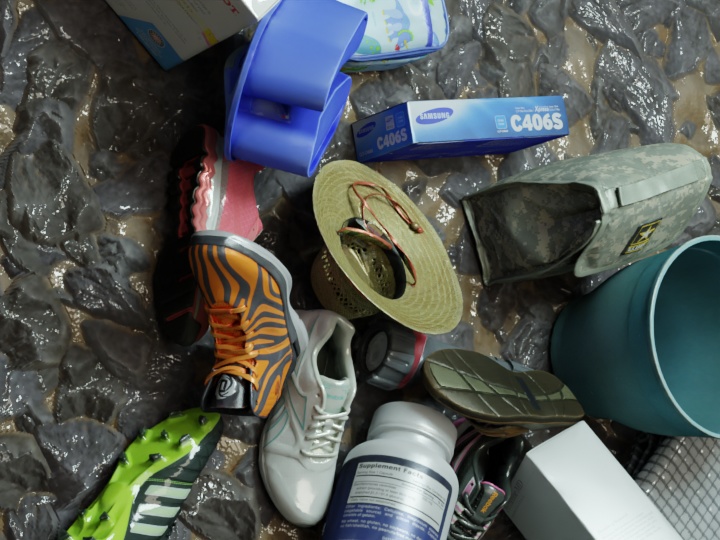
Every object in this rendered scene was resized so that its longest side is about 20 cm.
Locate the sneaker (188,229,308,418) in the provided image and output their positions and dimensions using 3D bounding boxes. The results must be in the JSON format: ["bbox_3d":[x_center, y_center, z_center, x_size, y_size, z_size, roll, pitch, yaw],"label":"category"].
[{"bbox_3d":[-0.101,0.058,1.379,0.200,0.077,0.112,61,40,-49],"label":"sneaker"}]

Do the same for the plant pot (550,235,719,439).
[{"bbox_3d":[0.303,0.077,1.665,0.200,0.188,0.200,7,78,-33],"label":"plant pot"}]

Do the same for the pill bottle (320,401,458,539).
[{"bbox_3d":[0.027,0.223,1.485,0.111,0.111,0.200,36,51,-25],"label":"pill bottle"}]

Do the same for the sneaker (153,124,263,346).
[{"bbox_3d":[-0.124,-0.028,1.456,0.087,0.074,0.200,16,73,-33],"label":"sneaker"}]

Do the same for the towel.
[{"bbox_3d":[0.338,0.269,1.723,0.200,0.086,0.166,50,60,-19],"label":"towel"}]

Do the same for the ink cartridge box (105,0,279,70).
[{"bbox_3d":[-0.127,-0.280,1.419,0.129,0.200,0.125,51,58,-17],"label":"ink cartridge box"}]

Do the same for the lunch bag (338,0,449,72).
[{"bbox_3d":[0.001,-0.295,1.587,0.161,0.082,0.200,-8,87,-38],"label":"lunch bag"}]

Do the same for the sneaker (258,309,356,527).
[{"bbox_3d":[-0.044,0.131,1.481,0.070,0.080,0.201,7,79,-36],"label":"sneaker"}]

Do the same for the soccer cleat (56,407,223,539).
[{"bbox_3d":[-0.181,0.197,1.390,0.200,0.067,0.081,-49,134,-35],"label":"soccer cleat"}]

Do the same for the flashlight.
[{"bbox_3d":[0.088,0.102,1.586,0.200,0.068,0.068,21,87,-31],"label":"flashlight"}]

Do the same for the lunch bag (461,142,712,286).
[{"bbox_3d":[0.233,-0.059,1.633,0.164,0.200,0.118,-17,91,-36],"label":"lunch bag"}]

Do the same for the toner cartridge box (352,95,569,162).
[{"bbox_3d":[0.100,-0.140,1.619,0.200,0.095,0.043,-6,84,-36],"label":"toner cartridge box"}]

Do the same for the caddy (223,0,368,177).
[{"bbox_3d":[-0.067,-0.172,1.445,0.105,0.142,0.200,17,32,3],"label":"caddy"}]

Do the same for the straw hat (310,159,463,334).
[{"bbox_3d":[0.000,0.000,1.526,0.201,0.085,0.201,35,32,-26],"label":"straw hat"}]

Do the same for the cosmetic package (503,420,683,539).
[{"bbox_3d":[0.232,0.258,1.568,0.081,0.113,0.200,-28,63,-28],"label":"cosmetic package"}]

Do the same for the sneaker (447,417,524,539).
[{"bbox_3d":[0.095,0.225,1.556,0.080,0.086,0.200,30,66,-25],"label":"sneaker"}]

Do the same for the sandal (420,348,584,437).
[{"bbox_3d":[0.131,0.125,1.553,0.200,0.055,0.082,10,41,-45],"label":"sandal"}]
